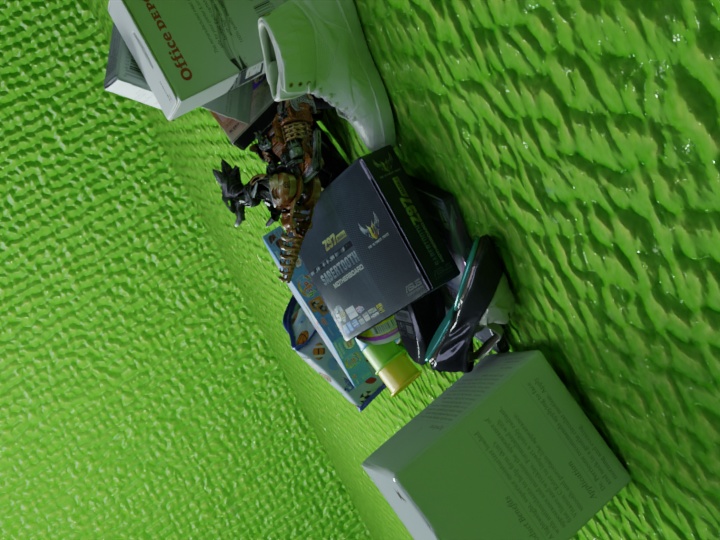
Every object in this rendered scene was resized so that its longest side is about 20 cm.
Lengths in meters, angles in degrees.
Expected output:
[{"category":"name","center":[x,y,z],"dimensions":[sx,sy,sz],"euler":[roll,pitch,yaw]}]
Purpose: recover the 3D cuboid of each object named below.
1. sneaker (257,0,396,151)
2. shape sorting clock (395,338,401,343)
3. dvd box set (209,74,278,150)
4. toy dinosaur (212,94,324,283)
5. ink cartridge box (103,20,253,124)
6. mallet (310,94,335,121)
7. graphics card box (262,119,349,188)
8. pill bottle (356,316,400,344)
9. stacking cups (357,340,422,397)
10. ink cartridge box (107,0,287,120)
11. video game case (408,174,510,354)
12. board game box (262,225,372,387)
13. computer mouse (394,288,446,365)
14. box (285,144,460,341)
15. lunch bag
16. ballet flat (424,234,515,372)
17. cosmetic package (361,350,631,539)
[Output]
[{"category":"sneaker","center":[-0.041,-0.195,0.989],"dimensions":[0.074,0.115,0.202],"euler":[34,153,57]},{"category":"shape sorting clock","center":[0.011,0.022,1.428],"dimensions":[0.201,0.039,0.201],"euler":[55,166,21]},{"category":"dvd box set","center":[-0.153,-0.270,1.188],"dimensions":[0.201,0.146,0.029],"euler":[52,-171,28]},{"category":"toy dinosaur","center":[-0.089,-0.096,1.038],"dimensions":[0.101,0.203,0.134],"euler":[28,159,-36]},{"category":"ink cartridge box","center":[-0.208,-0.286,1.124],"dimensions":[0.043,0.171,0.204],"euler":[-17,64,50]},{"category":"mallet","center":[-0.060,-0.206,1.144],"dimensions":[0.200,0.065,0.042],"euler":[179,92,-78]},{"category":"graphics card box","center":[-0.107,-0.206,1.240],"dimensions":[0.201,0.051,0.125],"euler":[56,-165,27]},{"category":"pill bottle","center":[0.000,0.000,1.233],"dimensions":[0.104,0.104,0.201],"euler":[45,167,45]},{"category":"stacking cups","center":[0.008,0.092,1.392],"dimensions":[0.201,0.060,0.061],"euler":[51,165,13]},{"category":"ink cartridge box","center":[-0.161,-0.282,1.046],"dimensions":[0.146,0.198,0.084],"euler":[60,158,-3]},{"category":"video game case","center":[0.099,-0.011,1.070],"dimensions":[0.143,0.019,0.202],"euler":[35,151,62]},{"category":"board game box","center":[-0.060,0.051,1.315],"dimensions":[0.201,0.036,0.152],"euler":[53,173,30]},{"category":"computer mouse","center":[0.064,0.011,1.114],"dimensions":[0.138,0.052,0.204],"euler":[-161,55,-73]},{"category":"box","center":[0.007,-0.024,1.049],"dimensions":[0.199,0.051,0.160],"euler":[-34,83,54]},{"category":"lunch bag","center":[-0.037,0.109,1.549],"dimensions":[0.170,0.124,0.201],"euler":[46,-171,-23]},{"category":"ballet flat","center":[0.124,0.043,0.981],"dimensions":[0.073,0.072,0.202],"euler":[52,146,28]},{"category":"cosmetic package","center":[0.135,0.211,0.980],"dimensions":[0.166,0.199,0.165],"euler":[54,167,-2]}]
